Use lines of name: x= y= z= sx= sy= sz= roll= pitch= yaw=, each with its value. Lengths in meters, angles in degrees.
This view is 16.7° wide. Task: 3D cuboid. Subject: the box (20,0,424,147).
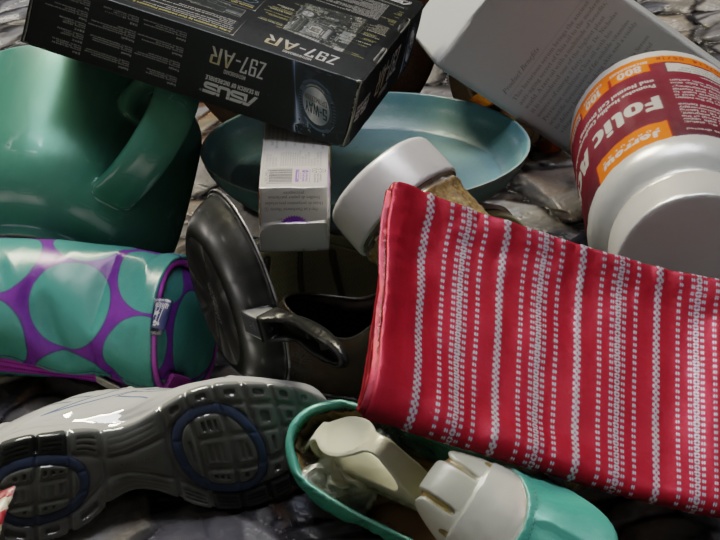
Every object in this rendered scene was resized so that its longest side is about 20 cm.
box: x=-0.077 y=-0.147 z=1.444 sx=0.200 sy=0.044 sz=0.160 roll=18 pitch=26 yaw=6

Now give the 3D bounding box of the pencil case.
pencil case: x=-0.188 y=0.029 z=1.416 sx=0.200 sy=0.085 sz=0.093 roll=3 pitch=65 yaw=17

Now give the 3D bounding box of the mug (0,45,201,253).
mug: x=-0.179 y=-0.054 z=1.478 sx=0.152 sy=0.185 sz=0.115 roll=12 pitch=61 yaw=1

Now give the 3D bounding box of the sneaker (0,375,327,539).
sneaker: x=-0.113 y=0.085 z=1.308 sx=0.200 sy=0.075 sz=0.087 roll=-7 pitch=20 yaw=-7

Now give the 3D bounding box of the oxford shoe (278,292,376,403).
oxford shoe: x=0.044 y=0.045 z=1.350 sx=0.200 sy=0.085 sz=0.073 roll=3 pitch=25 yaw=12

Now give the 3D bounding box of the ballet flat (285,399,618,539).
ballet flat: x=0.034 y=0.112 z=1.217 sx=0.200 sy=0.070 sz=0.067 roll=18 pitch=73 yaw=42

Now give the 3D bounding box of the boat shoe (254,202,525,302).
boat shoe: x=0.000 y=0.000 z=1.472 sx=0.200 sy=0.075 sz=0.068 roll=-7 pitch=15 yaw=-11

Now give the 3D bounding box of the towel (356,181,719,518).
towel: x=0.097 y=0.038 z=1.235 sx=0.200 sy=0.022 sz=0.145 roll=17 pitch=53 yaw=-12

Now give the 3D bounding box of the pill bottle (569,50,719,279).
pill bottle: x=0.184 y=-0.042 z=1.425 sx=0.114 sy=0.114 sz=0.200 roll=-4 pitch=25 yaw=1

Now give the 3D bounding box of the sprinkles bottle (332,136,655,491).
sprinkles bottle: x=0.072 y=0.022 z=1.293 sx=0.068 sy=0.068 sz=0.200 roll=-29 pitch=71 yaw=-41

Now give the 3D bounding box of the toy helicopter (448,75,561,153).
toy helicopter: x=0.092 y=-0.171 z=1.646 sx=0.079 sy=0.200 sz=0.132 roll=-15 pitch=53 yaw=-21

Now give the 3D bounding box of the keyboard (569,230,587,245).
keyboard: x=0.138 y=0.017 z=1.465 sx=0.127 sy=0.021 sz=0.200 roll=16 pitch=33 yaw=36

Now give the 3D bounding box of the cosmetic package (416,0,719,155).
cosmetic package: x=0.142 y=-0.130 z=1.555 sx=0.200 sy=0.101 sz=0.071 roll=32 pitch=12 yaw=-26

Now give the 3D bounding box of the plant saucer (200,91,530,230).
plant saucer: x=0.003 y=-0.065 z=1.493 sx=0.200 sy=0.027 sz=0.200 roll=-1 pitch=22 yaw=0

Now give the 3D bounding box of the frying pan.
frying pan: x=-0.052 y=0.034 z=1.320 sx=0.031 sy=0.115 sz=0.190 roll=-20 pitch=43 yaw=-15

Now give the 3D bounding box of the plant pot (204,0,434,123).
plant pot: x=-0.047 y=-0.181 z=1.624 sx=0.187 sy=0.187 sz=0.200 roll=-1 pitch=-4 yaw=6

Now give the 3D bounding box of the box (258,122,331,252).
box: x=-0.036 y=-0.065 z=1.411 sx=0.041 sy=0.039 sz=0.200 roll=0 pitch=23 yaw=-1

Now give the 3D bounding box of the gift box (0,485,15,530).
gift box: x=-0.283 y=0.102 z=1.159 sx=0.184 sy=0.187 sz=0.200 roll=2 pitch=42 yaw=18
